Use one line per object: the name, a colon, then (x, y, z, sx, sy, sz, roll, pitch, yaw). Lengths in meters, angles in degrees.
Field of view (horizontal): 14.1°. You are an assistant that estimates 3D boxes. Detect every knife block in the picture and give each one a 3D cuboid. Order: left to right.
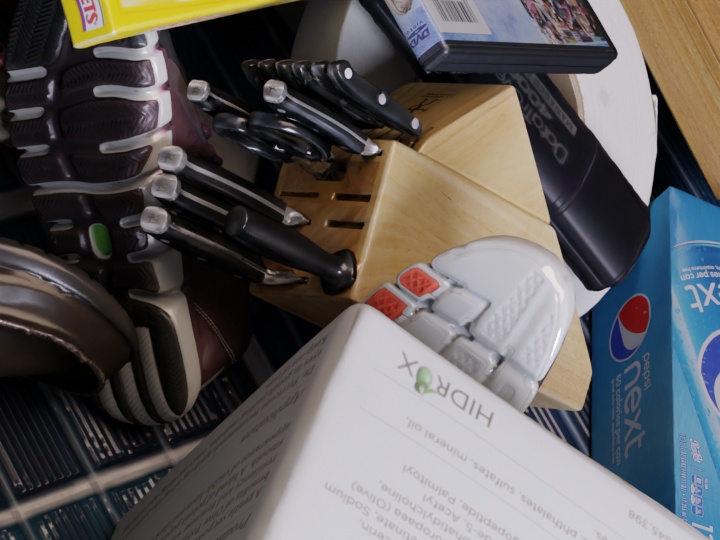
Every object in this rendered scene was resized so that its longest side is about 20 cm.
knife block: (0.000, 0.000, 1.193, 0.175, 0.064, 0.201, -34, 117, -38)

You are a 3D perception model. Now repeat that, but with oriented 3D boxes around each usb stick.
usb stick: (0.065, -0.071, 1.283, 0.200, 0.033, 0.056, 50, 50, -29)

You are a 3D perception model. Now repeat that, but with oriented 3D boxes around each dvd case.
dvd case: (0.024, -0.170, 1.238, 0.142, 0.018, 0.200, -4, 61, -56)

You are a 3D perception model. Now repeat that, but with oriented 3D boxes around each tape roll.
tape roll: (0.054, -0.067, 1.325, 0.202, 0.037, 0.204, 5, 83, -41)

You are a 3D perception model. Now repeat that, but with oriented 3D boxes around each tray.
tray: (0.163, -0.122, 1.471, 0.099, 0.037, 0.201, 16, 47, -65)

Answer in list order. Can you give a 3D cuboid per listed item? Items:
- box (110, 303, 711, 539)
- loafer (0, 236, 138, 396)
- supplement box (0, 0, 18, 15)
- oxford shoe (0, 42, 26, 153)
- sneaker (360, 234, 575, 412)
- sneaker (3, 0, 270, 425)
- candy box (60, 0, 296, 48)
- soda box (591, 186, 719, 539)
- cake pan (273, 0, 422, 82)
box: (0.004, 0.164, 1.072, 0.200, 0.199, 0.172, 35, 47, -12)
loafer: (-0.185, 0.020, 1.132, 0.199, 0.073, 0.072, 16, 68, -16)
supplement box: (-0.089, -0.192, 1.294, 0.199, 0.086, 0.111, -12, 68, -25)
oxford shoe: (-0.191, -0.068, 1.198, 0.199, 0.070, 0.075, 21, 82, -30)
sneaker: (0.028, 0.054, 1.176, 0.077, 0.200, 0.082, 48, 34, 13)
sneaker: (-0.082, -0.045, 1.213, 0.115, 0.075, 0.201, -29, 117, -56)
candy box: (-0.066, -0.151, 1.166, 0.200, 0.026, 0.103, -22, 100, -60)
soda box: (0.150, 0.066, 1.337, 0.064, 0.068, 0.201, 21, 51, -23)
cake pan: (0.022, -0.162, 1.420, 0.200, 0.037, 0.201, 19, 52, -25)
